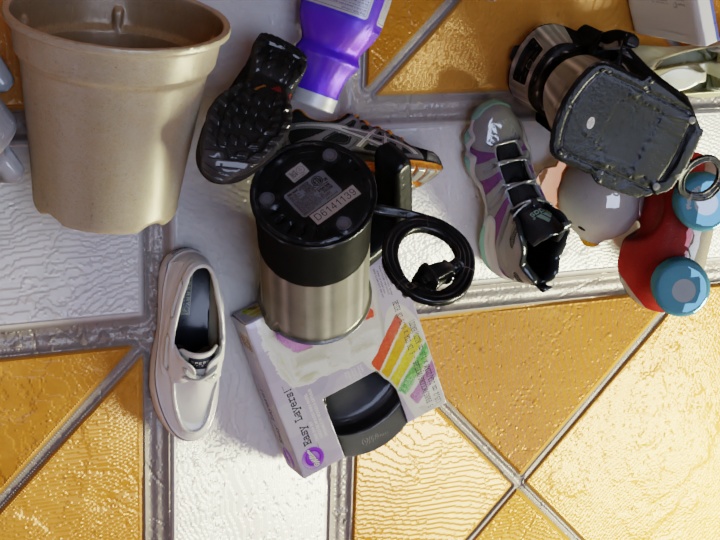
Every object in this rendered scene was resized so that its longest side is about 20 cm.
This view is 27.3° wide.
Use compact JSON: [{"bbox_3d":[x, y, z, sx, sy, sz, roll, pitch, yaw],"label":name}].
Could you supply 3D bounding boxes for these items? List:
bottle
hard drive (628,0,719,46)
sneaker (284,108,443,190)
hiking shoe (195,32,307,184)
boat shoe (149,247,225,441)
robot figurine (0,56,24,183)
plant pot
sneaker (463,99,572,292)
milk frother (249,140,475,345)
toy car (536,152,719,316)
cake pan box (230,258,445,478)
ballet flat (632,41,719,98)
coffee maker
[{"bbox_3d":[-0.016,-0.255,1.439,0.065,0.083,0.202,0,110,-71],"label":"bottle"},{"bbox_3d":[0.310,-0.340,1.539,0.025,0.132,0.201,-23,113,-17],"label":"hard drive"},{"bbox_3d":[0.002,-0.119,1.492,0.199,0.078,0.078,4,63,-40],"label":"sneaker"},{"bbox_3d":[-0.104,-0.129,1.369,0.075,0.201,0.101,27,133,-2],"label":"hiking shoe"},{"bbox_3d":[-0.170,0.081,1.469,0.073,0.065,0.202,-10,108,-23],"label":"boat shoe"},{"bbox_3d":[-0.377,-0.144,1.281,0.170,0.112,0.201,-49,120,-27],"label":"robot figurine"},{"bbox_3d":[-0.224,-0.141,1.327,0.199,0.201,0.185,-3,118,-24],"label":"plant pot"},{"bbox_3d":[0.176,-0.074,1.545,0.077,0.140,0.201,-20,113,-18],"label":"sneaker"},{"bbox_3d":[0.000,0.000,1.398,0.179,0.201,0.189,-20,152,-12],"label":"milk frother"},{"bbox_3d":[0.282,-0.056,1.614,0.198,0.184,0.178,13,101,2],"label":"toy car"},{"bbox_3d":[-0.020,0.096,1.554,0.183,0.052,0.201,-24,113,-15],"label":"cake pan box"},{"bbox_3d":[0.377,-0.220,1.643,0.198,0.069,0.070,-9,108,-23],"label":"ballet flat"},{"bbox_3d":[0.255,-0.157,1.514,0.135,0.200,0.192,-41,112,10],"label":"coffee maker"}]
